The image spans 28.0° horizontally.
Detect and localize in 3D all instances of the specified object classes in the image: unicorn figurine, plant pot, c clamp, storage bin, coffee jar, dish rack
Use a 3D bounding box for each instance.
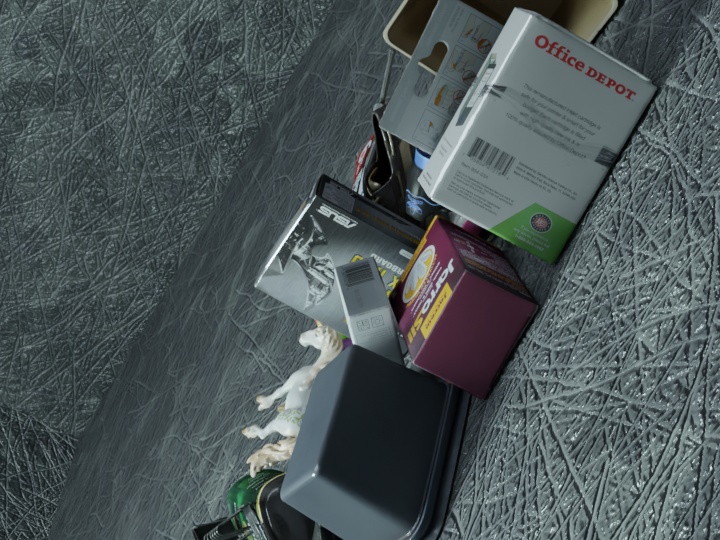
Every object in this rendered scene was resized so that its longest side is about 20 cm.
[{"bbox_3d":[-0.075,0.149,1.729,0.137,0.074,0.201,-33,44,37],"label":"unicorn figurine"},{"bbox_3d":[0.175,-0.325,1.682,0.200,0.199,0.177,-54,6,35],"label":"plant pot"},{"bbox_3d":[0.055,-0.152,1.739,0.200,0.027,0.172,28,-101,-64],"label":"c clamp"},{"bbox_3d":[0.006,0.180,1.437,0.146,0.134,0.201,-42,23,48],"label":"storage bin"},{"bbox_3d":[-0.088,0.283,1.665,0.085,0.105,0.200,-20,-1,-20],"label":"coffee jar"},{"bbox_3d":[-0.123,0.337,1.612,0.054,0.154,0.200,-25,-8,-20],"label":"dish rack"}]

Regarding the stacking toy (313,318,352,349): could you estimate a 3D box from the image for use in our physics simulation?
[{"bbox_3d":[-0.006,0.091,1.782,0.116,0.109,0.201,-45,36,37],"label":"stacking toy"}]

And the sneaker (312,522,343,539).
[{"bbox_3d":[-0.029,0.296,1.507,0.091,0.076,0.201,121,173,-59],"label":"sneaker"}]

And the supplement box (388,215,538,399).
[{"bbox_3d":[0.100,0.033,1.474,0.111,0.085,0.200,-60,14,12],"label":"supplement box"}]

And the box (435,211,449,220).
[{"bbox_3d":[0.115,-0.120,1.807,0.041,0.039,0.201,-47,21,51],"label":"box"}]

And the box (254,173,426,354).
[{"bbox_3d":[0.000,0.000,1.667,0.159,0.199,0.048,-53,14,34],"label":"box"}]

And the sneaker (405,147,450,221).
[{"bbox_3d":[0.118,-0.108,1.564,0.199,0.070,0.078,-16,-49,-45],"label":"sneaker"}]

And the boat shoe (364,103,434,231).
[{"bbox_3d":[0.040,-0.103,1.665,0.075,0.073,0.201,-133,38,-63],"label":"boat shoe"}]

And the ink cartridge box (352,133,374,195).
[{"bbox_3d":[0.061,-0.143,1.957,0.176,0.084,0.200,-53,16,34],"label":"ink cartridge box"}]

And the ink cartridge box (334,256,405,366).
[{"bbox_3d":[0.023,0.098,1.567,0.109,0.050,0.201,-107,1,-60],"label":"ink cartridge box"}]

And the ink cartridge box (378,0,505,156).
[{"bbox_3d":[0.131,-0.164,1.480,0.163,0.199,0.050,-64,9,-10],"label":"ink cartridge box"}]

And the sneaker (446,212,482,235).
[{"bbox_3d":[0.112,-0.100,1.676,0.082,0.088,0.200,-57,15,25],"label":"sneaker"}]

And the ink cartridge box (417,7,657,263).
[{"bbox_3d":[0.169,-0.132,1.400,0.201,0.145,0.084,-60,13,11],"label":"ink cartridge box"}]
